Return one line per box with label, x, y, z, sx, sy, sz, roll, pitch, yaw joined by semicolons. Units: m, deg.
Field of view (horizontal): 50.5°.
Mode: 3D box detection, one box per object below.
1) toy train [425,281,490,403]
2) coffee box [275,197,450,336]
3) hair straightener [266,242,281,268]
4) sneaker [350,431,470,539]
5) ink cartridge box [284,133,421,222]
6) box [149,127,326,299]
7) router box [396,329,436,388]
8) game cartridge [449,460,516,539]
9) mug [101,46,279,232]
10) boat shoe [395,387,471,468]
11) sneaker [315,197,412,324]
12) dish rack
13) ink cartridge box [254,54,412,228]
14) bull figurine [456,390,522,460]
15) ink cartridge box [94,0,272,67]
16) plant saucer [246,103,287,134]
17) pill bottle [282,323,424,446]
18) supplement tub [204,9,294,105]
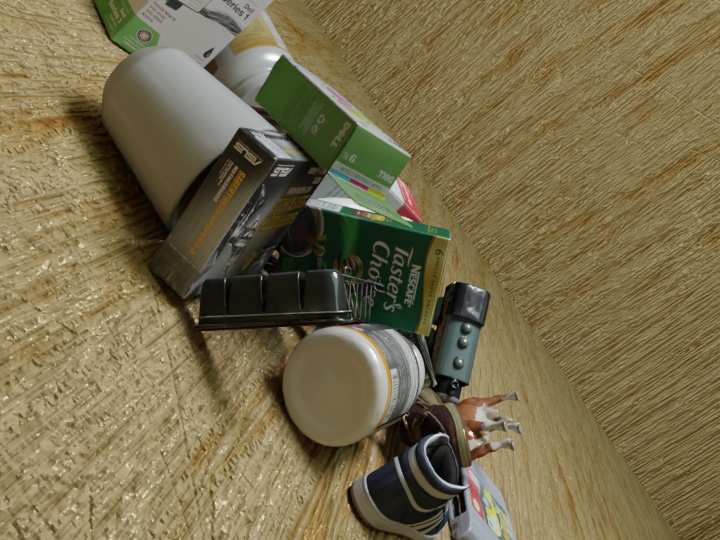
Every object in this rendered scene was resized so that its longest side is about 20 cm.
toy train;0.139;0.112;1.165;0.083;0.205;0.114;19;-17;-7
coffee box;0.001;-0.006;0.897;0.195;0.126;0.044;14;16;3
hair straightener;-0.078;-0.012;0.962;0.199;0.040;0.078;40;36;-31
sneaker;0.080;0.238;0.834;0.199;0.108;0.071;33;25;-55
ink cartridge box;-0.034;-0.103;1.029;0.199;0.143;0.085;40;23;-38
box;-0.111;-0.061;0.774;0.048;0.160;0.200;37;13;7
router box;0.051;0.059;1.130;0.202;0.061;0.152;-100;170;-54
game cartridge;0.165;0.335;1.042;0.134;0.040;0.201;55;14;-18
mug;-0.193;-0.134;0.797;0.154;0.187;0.149;47;48;7
boat shoe;0.079;0.195;0.928;0.200;0.070;0.074;-146;-137;-77
sneaker;0.000;0.000;0.956;0.196;0.080;0.151;10;66;-33
dish rack;-0.059;0.031;0.765;0.200;0.149;0.056;16;72;-73
ink cartridge box;-0.016;-0.135;0.796;0.103;0.060;0.200;20;23;-52
bull figurine;0.152;0.222;1.037;0.200;0.118;0.067;-40;115;-66
ink cartridge box;-0.222;-0.362;1.001;0.145;0.199;0.085;26;30;-59
plant saucer;-0.165;-0.197;0.950;0.194;0.030;0.200;9;10;-1
pill bottle;0.002;0.119;0.837;0.118;0.115;0.199;57;14;13
supplement tub;-0.175;-0.305;1.139;0.144;0.143;0.203;27;31;-60
